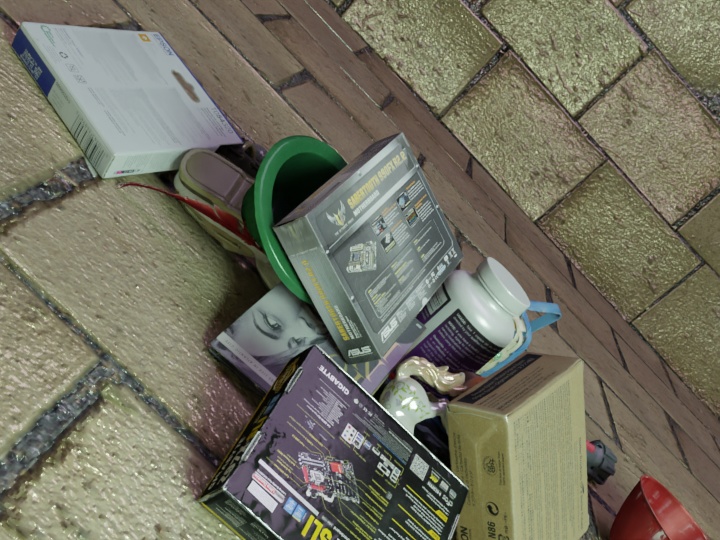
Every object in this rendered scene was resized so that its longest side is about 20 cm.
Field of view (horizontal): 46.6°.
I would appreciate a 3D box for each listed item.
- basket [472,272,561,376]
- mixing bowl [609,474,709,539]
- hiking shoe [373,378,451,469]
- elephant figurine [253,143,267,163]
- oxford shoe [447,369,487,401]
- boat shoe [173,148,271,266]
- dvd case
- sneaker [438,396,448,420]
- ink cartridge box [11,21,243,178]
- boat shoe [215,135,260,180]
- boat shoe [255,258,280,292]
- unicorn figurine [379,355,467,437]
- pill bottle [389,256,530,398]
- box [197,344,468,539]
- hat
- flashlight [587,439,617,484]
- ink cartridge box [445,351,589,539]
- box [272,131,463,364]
[{"bbox_3d":[0.175,0.085,1.223,0.198,0.176,0.141,6,57,-44],"label":"basket"},{"bbox_3d":[0.437,0.416,1.222,0.200,0.108,0.201,41,19,-17],"label":"mixing bowl"},{"bbox_3d":[0.034,0.163,0.917,0.200,0.074,0.087,49,8,-26],"label":"hiking shoe"},{"bbox_3d":[-0.073,-0.070,1.074,0.199,0.143,0.155,31,-18,-21],"label":"elephant figurine"},{"bbox_3d":[0.141,0.207,0.962,0.073,0.070,0.203,-152,-130,-64],"label":"oxford shoe"},{"bbox_3d":[-0.122,-0.054,0.943,0.199,0.068,0.075,40,54,-1],"label":"boat shoe"},{"bbox_3d":[-0.036,0.068,0.844,0.148,0.016,0.200,39,46,7],"label":"dvd case"},{"bbox_3d":[0.142,0.211,1.062,0.200,0.075,0.079,42,8,-40],"label":"sneaker"},{"bbox_3d":[-0.259,-0.196,0.952,0.197,0.043,0.199,52,32,15],"label":"ink cartridge box"},{"bbox_3d":[-0.154,-0.132,1.030,0.200,0.065,0.073,44,-6,17],"label":"boat shoe"},{"bbox_3d":[-0.049,0.050,0.949,0.201,0.061,0.072,38,47,26],"label":"boat shoe"},{"bbox_3d":[0.034,0.178,0.821,0.137,0.073,0.203,33,58,-33],"label":"unicorn figurine"},{"bbox_3d":[0.110,0.079,1.029,0.112,0.200,0.113,40,20,-18],"label":"pill bottle"},{"bbox_3d":[-0.013,0.185,0.690,0.200,0.049,0.160,43,47,-11],"label":"box"},{"bbox_3d":[-0.108,-0.047,0.893,0.165,0.174,0.202,-38,109,-47],"label":"hat"},{"bbox_3d":[0.349,0.272,1.383,0.199,0.068,0.068,37,18,-25],"label":"flashlight"},{"bbox_3d":[0.167,0.206,0.863,0.164,0.074,0.204,-21,109,-48],"label":"ink cartridge box"},{"bbox_3d":[0.016,-0.027,0.855,0.200,0.048,0.160,-46,113,-45],"label":"box"}]
